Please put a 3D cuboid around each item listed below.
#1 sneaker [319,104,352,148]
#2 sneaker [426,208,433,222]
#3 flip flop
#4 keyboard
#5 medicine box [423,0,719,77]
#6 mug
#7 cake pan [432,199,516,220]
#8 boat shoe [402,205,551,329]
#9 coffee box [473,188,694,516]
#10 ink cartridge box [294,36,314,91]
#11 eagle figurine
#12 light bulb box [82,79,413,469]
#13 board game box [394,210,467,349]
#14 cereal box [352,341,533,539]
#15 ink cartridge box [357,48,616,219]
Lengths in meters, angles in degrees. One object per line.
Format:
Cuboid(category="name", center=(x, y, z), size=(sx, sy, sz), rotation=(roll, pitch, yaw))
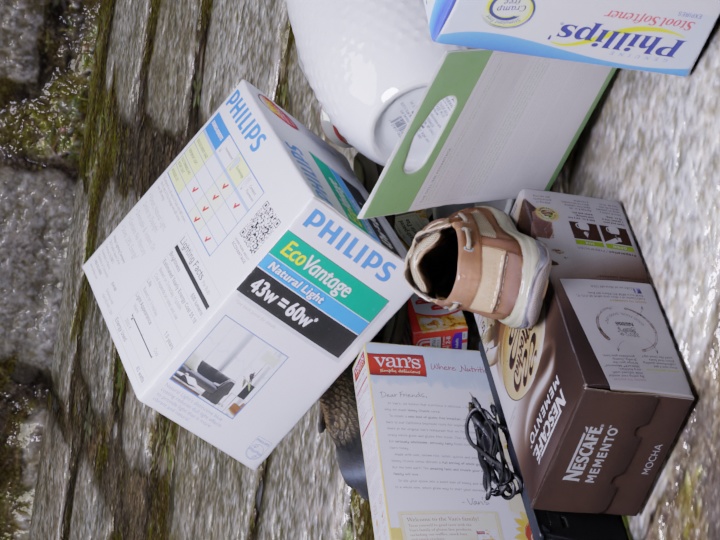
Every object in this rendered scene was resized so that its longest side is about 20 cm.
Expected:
Cuboid(category="sneaker", center=(0.048, -0.190, 1.909), size=(0.115, 0.078, 0.201), rotation=(21, 90, 57))
Cuboid(category="sneaker", center=(0.019, -0.052, 1.932), size=(0.074, 0.088, 0.201), rotation=(-128, 49, -68))
Cuboid(category="flip flop", center=(0.000, 0.000, 1.745), size=(0.081, 0.057, 0.201), rotation=(122, 146, -67))
Cuboid(category="keyboard", center=(0.114, 0.123, 1.532), size=(0.040, 0.104, 0.200), rotation=(-60, 27, 33))
Cuboid(category="medicine box", center=(0.132, -0.238, 1.470), size=(0.103, 0.181, 0.201), rotation=(113, 156, -44))
Cuboid(category="mug", center=(0.036, -0.147, 1.727), size=(0.176, 0.147, 0.200), rotation=(-107, -2, -45))
Cuboid(category="cake pan", center=(0.105, -0.097, 1.750), size=(0.200, 0.037, 0.201), rotation=(-174, 90, -72))
Cuboid(category="boat shoe", center=(0.066, -0.009, 1.522), size=(0.200, 0.071, 0.076), rotation=(-162, 81, -74))
Cuboid(category="coffee box", center=(0.145, 0.054, 1.501), size=(0.200, 0.079, 0.113), rotation=(-104, 27, -48))
Cuboid(category="ink cartridge box", center=(-0.020, -0.259, 2.021), size=(0.145, 0.084, 0.201), rotation=(-117, 14, -60))
Cuboid(category="eagle figurine", center=(-0.031, 0.079, 1.853), size=(0.151, 0.200, 0.152), rotation=(-8, 50, 49))
Cuboid(category="light bulb box", center=(-0.084, 0.001, 1.680), size=(0.200, 0.125, 0.198), rotation=(-48, 35, 11))
Cuboid(category="board game box", center=(0.045, 0.048, 1.827), size=(0.200, 0.046, 0.152), rotation=(-108, 14, -53))
Cuboid(category="cereal box", center=(0.075, 0.145, 1.591), size=(0.040, 0.143, 0.201), rotation=(114, 156, -48))
Cuboid(category="ink cartridge box", center=(0.084, -0.110, 1.538), size=(0.048, 0.199, 0.146), rotation=(48, 126, 30))
